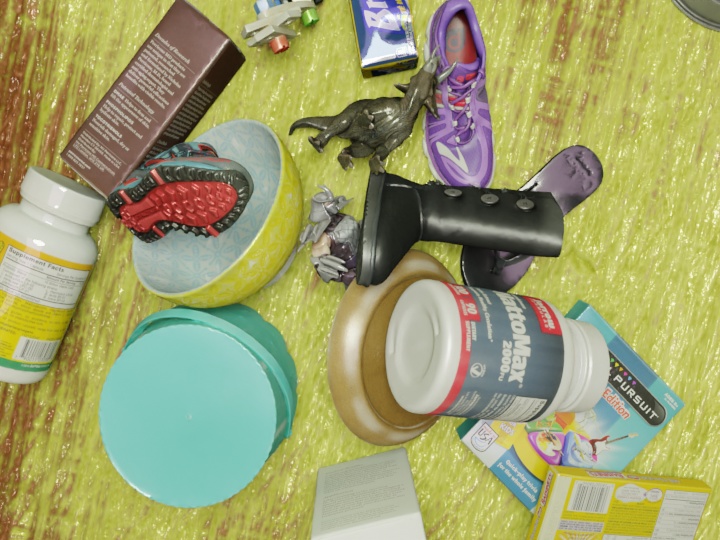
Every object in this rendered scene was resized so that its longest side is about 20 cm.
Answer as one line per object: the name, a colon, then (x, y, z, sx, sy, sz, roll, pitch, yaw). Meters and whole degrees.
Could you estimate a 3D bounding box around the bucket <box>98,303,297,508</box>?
bucket: (-0.165, 0.133, 0.833, 0.202, 0.135, 0.213, 0, 95, -1)

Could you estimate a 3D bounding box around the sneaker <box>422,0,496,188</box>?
sneaker: (0.100, -0.179, 0.836, 0.079, 0.083, 0.205, -8, 95, 1)

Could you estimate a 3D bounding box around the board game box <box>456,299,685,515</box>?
board game box: (0.226, 0.160, 0.876, 0.151, 0.047, 0.200, 43, 93, -3)

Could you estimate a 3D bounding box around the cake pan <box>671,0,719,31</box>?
cake pan: (0.407, -0.356, 0.845, 0.195, 0.037, 0.206, 0, 94, 0)

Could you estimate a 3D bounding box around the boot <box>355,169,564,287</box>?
boot: (0.098, -0.033, 0.775, 0.195, 0.167, 0.067, 11, 130, -2)

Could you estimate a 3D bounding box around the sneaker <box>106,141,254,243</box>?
sneaker: (-0.160, -0.089, 0.742, 0.080, 0.197, 0.096, 50, 57, -31)

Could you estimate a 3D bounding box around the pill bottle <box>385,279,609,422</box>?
pill bottle: (0.133, 0.081, 0.767, 0.196, 0.119, 0.123, 9, 94, -26)

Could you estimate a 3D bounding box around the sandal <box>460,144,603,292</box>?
sandal: (0.179, -0.055, 0.864, 0.076, 0.043, 0.201, 40, 93, -2)

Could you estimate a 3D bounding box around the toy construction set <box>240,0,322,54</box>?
toy construction set: (-0.086, -0.317, 0.803, 0.090, 0.131, 0.205, -10, 94, 2)

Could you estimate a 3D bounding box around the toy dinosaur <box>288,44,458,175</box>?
toy dinosaur: (0.010, -0.149, 0.828, 0.198, 0.102, 0.078, -14, 111, 45)

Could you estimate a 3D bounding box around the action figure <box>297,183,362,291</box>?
action figure: (0.000, 0.000, 0.840, 0.068, 0.130, 0.203, -13, 111, 39)

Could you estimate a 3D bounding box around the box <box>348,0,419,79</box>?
box: (0.014, -0.309, 0.834, 0.063, 0.070, 0.205, -10, 94, 3)

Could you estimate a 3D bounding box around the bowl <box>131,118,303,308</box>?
bowl: (-0.126, -0.041, 0.824, 0.201, 0.200, 0.107, -47, 136, 4)

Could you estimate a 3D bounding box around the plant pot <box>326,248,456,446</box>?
plant pot: (0.049, 0.081, 0.820, 0.197, 0.027, 0.205, -7, 100, -40)

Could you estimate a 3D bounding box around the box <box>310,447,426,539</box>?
box: (0.018, 0.290, 0.810, 0.104, 0.200, 0.156, -13, 94, 0)

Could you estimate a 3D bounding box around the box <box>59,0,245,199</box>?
box: (-0.210, -0.170, 0.830, 0.075, 0.100, 0.201, 40, 93, -2)

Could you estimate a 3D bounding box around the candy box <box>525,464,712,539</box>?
candy box: (0.276, 0.265, 0.860, 0.195, 0.026, 0.104, 10, 106, -18)

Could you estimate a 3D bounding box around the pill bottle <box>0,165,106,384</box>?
pill bottle: (-0.342, 0.002, 0.836, 0.111, 0.113, 0.203, 25, 94, -1)
